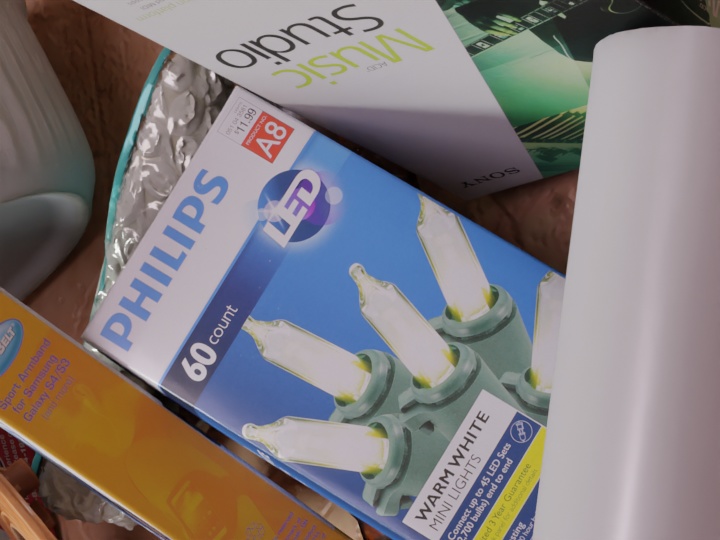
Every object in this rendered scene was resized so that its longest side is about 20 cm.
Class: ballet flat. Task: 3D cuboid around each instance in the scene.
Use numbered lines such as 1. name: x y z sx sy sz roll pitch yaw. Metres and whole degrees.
1. ballet flat: -0.069 0.011 1.112 0.072 0.072 0.200 34 116 34

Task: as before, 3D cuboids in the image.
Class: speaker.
1. speaker: 0.099 0.029 0.887 0.081 0.081 0.201 -2 76 40

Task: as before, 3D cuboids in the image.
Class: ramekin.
1. ramekin: -0.196 -0.027 1.130 0.200 0.200 0.105 -41 76 33

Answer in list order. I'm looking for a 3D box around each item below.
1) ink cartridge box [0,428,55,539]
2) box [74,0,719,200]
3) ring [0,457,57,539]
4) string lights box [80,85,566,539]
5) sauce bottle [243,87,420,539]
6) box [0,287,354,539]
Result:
1. ink cartridge box: -0.234 0.142 1.157 0.144 0.200 0.146 -23 76 38
2. box: 0.026 -0.084 0.934 0.144 0.200 0.036 -16 62 40
3. ring: -0.081 0.141 1.064 0.019 0.201 0.200 -37 60 -12
4. string lights box: 0.020 0.035 0.972 0.200 0.059 0.103 30 86 14
5. sauce bottle: 0.000 0.000 1.047 0.066 0.066 0.201 -31 70 36
6. box: -0.101 0.049 1.018 0.042 0.200 0.119 -57 26 -6
